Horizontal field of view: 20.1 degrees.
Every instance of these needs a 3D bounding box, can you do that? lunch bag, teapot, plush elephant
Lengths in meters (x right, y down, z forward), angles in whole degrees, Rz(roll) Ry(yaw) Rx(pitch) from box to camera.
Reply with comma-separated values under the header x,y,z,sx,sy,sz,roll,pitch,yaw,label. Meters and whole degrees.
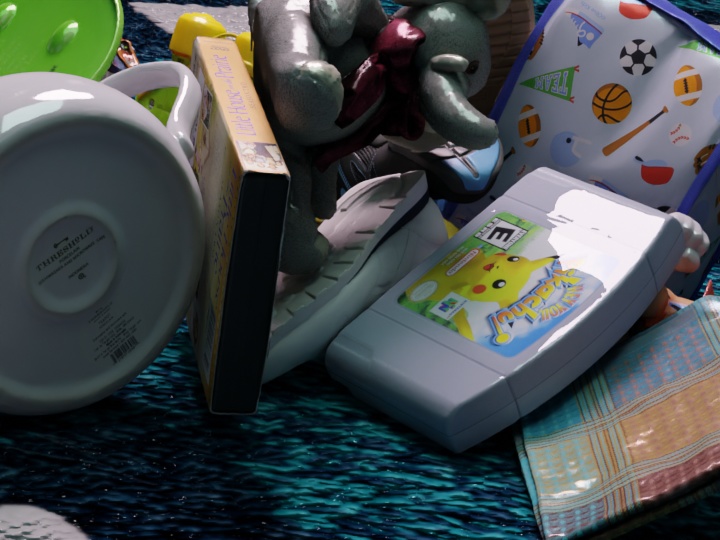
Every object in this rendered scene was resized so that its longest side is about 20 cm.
x,y,z,sx,sy,sz,roll,pitch,yaw,label
0.178,-0.082,1.360,0.169,0.201,0.123,35,26,26,lunch bag
-0.189,-0.027,1.124,0.199,0.199,0.146,6,14,-37,teapot
0.015,-0.111,1.205,0.153,0.166,0.201,-2,45,-8,plush elephant

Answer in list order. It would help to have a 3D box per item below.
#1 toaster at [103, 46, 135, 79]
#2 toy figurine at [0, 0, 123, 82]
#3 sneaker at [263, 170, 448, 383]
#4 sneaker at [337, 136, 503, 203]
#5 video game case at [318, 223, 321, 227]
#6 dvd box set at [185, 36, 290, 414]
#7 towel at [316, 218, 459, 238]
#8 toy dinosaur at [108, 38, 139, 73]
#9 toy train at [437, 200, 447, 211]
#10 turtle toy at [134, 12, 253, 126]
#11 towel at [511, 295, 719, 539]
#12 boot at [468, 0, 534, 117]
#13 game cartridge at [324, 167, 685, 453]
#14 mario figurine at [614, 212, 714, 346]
x,y,z,sx,sy,sz,roll,pitch,yaw,label
-0.275,-0.147,1.579,0.198,0.130,0.114,1,17,-18,toaster
-0.207,-0.064,1.296,0.149,0.185,0.201,16,59,28,toy figurine
-0.007,0.018,1.243,0.076,0.081,0.200,1,33,43,sneaker
0.037,-0.067,1.375,0.073,0.083,0.200,-4,16,-23,sneaker
0.000,0.000,1.396,0.180,0.024,0.200,4,17,-12,video game case
-0.078,-0.030,1.162,0.029,0.148,0.200,2,25,-14,dvd box set
0.026,-0.036,1.452,0.199,0.018,0.086,20,23,34,towel
-0.224,-0.116,1.443,0.104,0.183,0.200,3,-27,21,toy dinosaur
0.139,-0.068,1.512,0.199,0.115,0.086,20,21,36,toy train
-0.099,-0.101,1.445,0.101,0.147,0.199,15,7,-39,turtle toy
0.152,0.079,1.085,0.146,0.022,0.200,-26,17,7,towel
0.077,-0.183,1.439,0.072,0.201,0.167,0,45,-3,boot
0.090,0.019,1.188,0.200,0.041,0.133,-40,43,-23,game cartridge
0.142,0.020,1.232,0.198,0.125,0.106,11,4,27,mario figurine
